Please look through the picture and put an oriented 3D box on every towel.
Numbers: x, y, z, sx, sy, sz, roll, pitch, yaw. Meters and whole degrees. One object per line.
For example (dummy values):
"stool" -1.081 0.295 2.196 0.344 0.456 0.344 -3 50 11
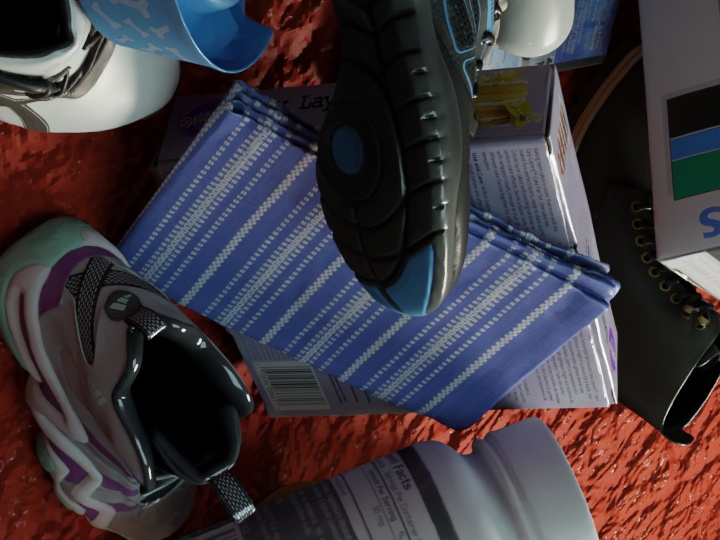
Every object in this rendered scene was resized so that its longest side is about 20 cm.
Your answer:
"towel" 0.000 0.000 0.852 0.145 0.199 0.024 -47 -157 47

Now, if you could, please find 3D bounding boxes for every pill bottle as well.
"pill bottle" 0.011 0.150 0.907 0.198 0.113 0.114 -20 134 -6

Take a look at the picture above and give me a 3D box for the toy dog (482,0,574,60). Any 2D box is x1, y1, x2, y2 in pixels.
"toy dog" 0.050 -0.197 0.849 0.131 0.096 0.202 -18 125 -49

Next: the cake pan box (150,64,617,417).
"cake pan box" 0.020 -0.003 0.893 0.201 0.182 0.053 68 26 -45

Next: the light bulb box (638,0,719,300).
"light bulb box" 0.252 -0.081 1.054 0.198 0.124 0.202 28 55 -51

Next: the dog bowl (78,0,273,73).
"dog bowl" -0.056 -0.159 0.731 0.201 0.049 0.112 -67 150 -45

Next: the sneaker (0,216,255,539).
"sneaker" -0.089 0.081 0.854 0.078 0.139 0.201 -40 139 -20

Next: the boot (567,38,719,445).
"boot" 0.170 -0.016 1.074 0.077 0.138 0.202 -3 117 -46

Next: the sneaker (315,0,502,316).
"sneaker" 0.028 -0.083 0.756 0.081 0.073 0.202 -15 107 -43

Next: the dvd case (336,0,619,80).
"dvd case" 0.073 -0.163 0.964 0.199 0.017 0.144 -15 126 -42

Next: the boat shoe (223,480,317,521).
"boat shoe" -0.090 0.184 0.986 0.199 0.071 0.070 -32 176 -20

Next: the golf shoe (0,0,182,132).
"golf shoe" -0.127 -0.089 0.736 0.199 0.094 0.078 19 100 -53
